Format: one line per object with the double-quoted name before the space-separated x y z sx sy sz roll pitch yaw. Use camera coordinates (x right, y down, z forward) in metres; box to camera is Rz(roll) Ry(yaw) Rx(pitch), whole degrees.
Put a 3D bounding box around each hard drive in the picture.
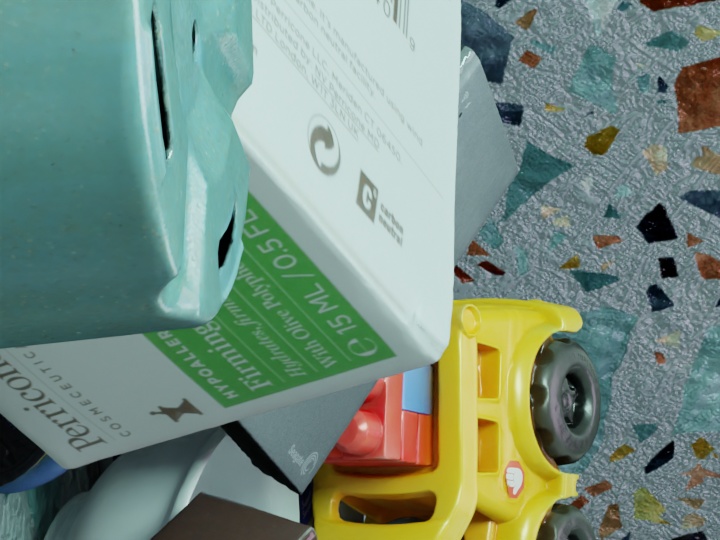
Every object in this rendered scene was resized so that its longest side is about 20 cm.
"hard drive" 0.000 0.000 1.036 0.200 0.033 0.140 -55 158 -11

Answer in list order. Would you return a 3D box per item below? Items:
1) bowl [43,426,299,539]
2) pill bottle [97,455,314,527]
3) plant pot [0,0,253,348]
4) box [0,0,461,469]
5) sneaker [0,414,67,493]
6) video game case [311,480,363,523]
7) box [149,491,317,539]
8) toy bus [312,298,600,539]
"bowl" -0.105 0.165 1.086 0.201 0.090 0.202 7 90 -74
"pill bottle" -0.089 0.076 1.202 0.120 0.119 0.201 -76 164 -67
"plant pot" -0.130 -0.060 0.502 0.200 0.195 0.202 -2 90 -84
"box" -0.083 -0.075 0.782 0.199 0.171 0.201 48 35 -42
"sneaker" -0.094 0.022 0.934 0.066 0.200 0.078 53 8 11
"video game case" -0.063 0.185 1.310 0.023 0.181 0.201 6 80 -40
"box" -0.094 0.194 0.922 0.200 0.075 0.101 -39 131 -39
"toy bus" 0.033 0.109 1.177 0.192 0.135 0.201 11 78 -59
